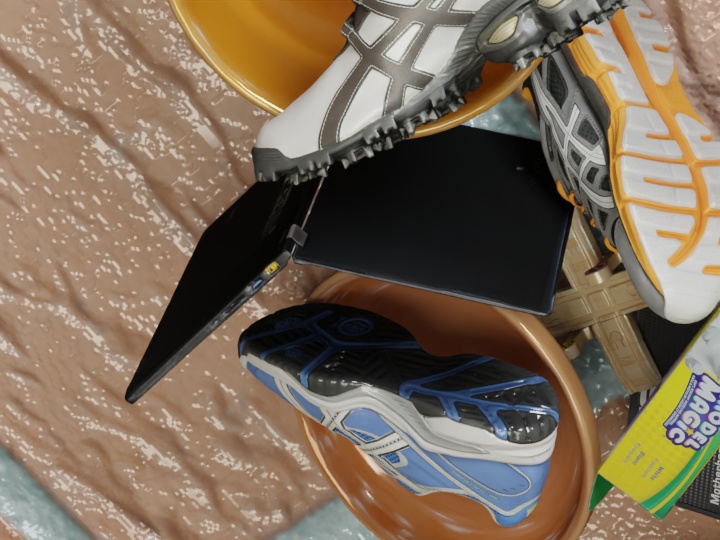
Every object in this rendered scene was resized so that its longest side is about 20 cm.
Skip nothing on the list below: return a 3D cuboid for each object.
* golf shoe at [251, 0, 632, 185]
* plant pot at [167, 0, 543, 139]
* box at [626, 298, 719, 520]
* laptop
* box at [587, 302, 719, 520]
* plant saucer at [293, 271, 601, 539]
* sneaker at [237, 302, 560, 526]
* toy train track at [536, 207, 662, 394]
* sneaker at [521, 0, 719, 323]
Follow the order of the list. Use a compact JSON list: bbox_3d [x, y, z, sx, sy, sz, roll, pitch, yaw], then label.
[{"bbox_3d":[0.023,-0.113,1.144,0.199,0.078,0.095,-31,91,21],"label":"golf shoe"},{"bbox_3d":[0.015,-0.192,1.241,0.198,0.184,0.202,4,118,8],"label":"plant pot"},{"bbox_3d":[0.228,0.048,1.378,0.159,0.044,0.201,17,121,24],"label":"box"},{"bbox_3d":[0.000,0.000,1.342,0.116,0.188,0.200,43,117,-12],"label":"laptop"},{"bbox_3d":[0.190,0.042,1.295,0.048,0.117,0.200,39,129,6],"label":"box"},{"bbox_3d":[0.050,0.078,1.419,0.199,0.037,0.201,20,126,29],"label":"plant saucer"},{"bbox_3d":[0.014,0.077,1.367,0.199,0.076,0.078,23,130,32],"label":"sneaker"},{"bbox_3d":[0.092,0.032,1.402,0.199,0.033,0.115,-20,103,36],"label":"toy train track"},{"bbox_3d":[0.136,-0.052,1.306,0.078,0.201,0.077,10,139,-30],"label":"sneaker"}]
